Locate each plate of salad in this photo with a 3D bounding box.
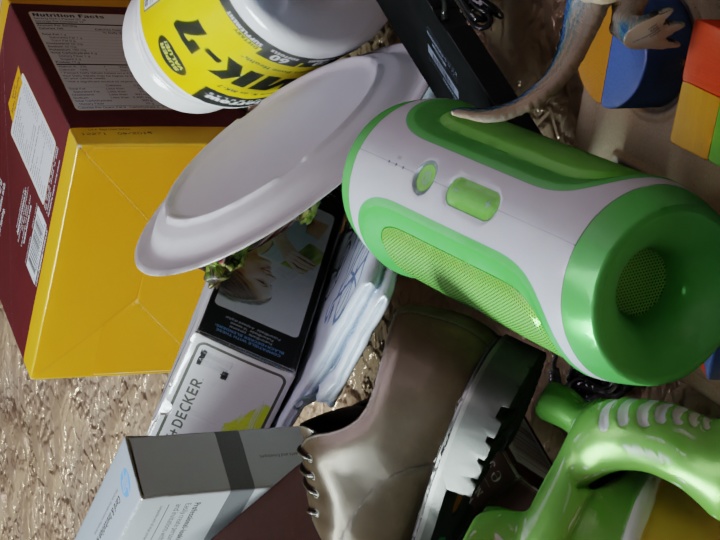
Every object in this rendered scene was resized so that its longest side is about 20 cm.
[{"bbox_3d":[-0.037,-0.056,1.091,0.048,0.200,0.200,54,162,-21],"label":"plate of salad"}]

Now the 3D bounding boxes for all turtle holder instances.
[{"bbox_3d":[0.113,0.121,0.834,0.186,0.131,0.141,-64,-8,16],"label":"turtle holder"}]

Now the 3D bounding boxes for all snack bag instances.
[{"bbox_3d":[0.000,0.000,1.083,0.200,0.021,0.189,121,171,-48],"label":"snack bag"}]

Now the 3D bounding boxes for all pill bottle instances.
[{"bbox_3d":[-0.066,-0.162,1.199,0.200,0.114,0.115,-19,74,63],"label":"pill bottle"}]

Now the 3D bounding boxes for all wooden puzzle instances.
[{"bbox_3d":[0.137,-0.044,0.869,0.200,0.046,0.186,40,127,57],"label":"wooden puzzle"}]

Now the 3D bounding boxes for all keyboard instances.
[{"bbox_3d":[0.046,-0.116,0.971,0.127,0.021,0.200,82,162,-55],"label":"keyboard"}]

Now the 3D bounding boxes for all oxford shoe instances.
[{"bbox_3d":[0.007,0.100,0.879,0.084,0.073,0.201,27,113,11],"label":"oxford shoe"}]

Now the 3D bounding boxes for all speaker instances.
[{"bbox_3d":[0.070,-0.017,0.841,0.200,0.088,0.089,29,117,57],"label":"speaker"}]

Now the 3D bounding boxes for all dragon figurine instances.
[{"bbox_3d":[0.107,-0.146,0.839,0.200,0.059,0.100,-50,38,13],"label":"dragon figurine"}]

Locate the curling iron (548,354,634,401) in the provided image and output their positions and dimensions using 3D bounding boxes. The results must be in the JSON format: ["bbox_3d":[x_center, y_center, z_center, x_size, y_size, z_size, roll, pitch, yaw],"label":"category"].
[{"bbox_3d":[0.141,0.070,0.888,0.200,0.025,0.050,30,121,59],"label":"curling iron"}]

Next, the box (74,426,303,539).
[{"bbox_3d":[-0.050,0.138,1.082,0.156,0.199,0.041,-58,43,48],"label":"box"}]

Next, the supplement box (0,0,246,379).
[{"bbox_3d":[-0.181,-0.063,1.414,0.200,0.132,0.198,59,141,45],"label":"supplement box"}]

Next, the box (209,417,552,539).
[{"bbox_3d":[0.003,0.141,0.985,0.200,0.075,0.100,-43,44,13],"label":"box"}]

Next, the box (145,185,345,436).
[{"bbox_3d":[-0.065,0.029,1.151,0.200,0.060,0.117,-74,9,-56],"label":"box"}]
